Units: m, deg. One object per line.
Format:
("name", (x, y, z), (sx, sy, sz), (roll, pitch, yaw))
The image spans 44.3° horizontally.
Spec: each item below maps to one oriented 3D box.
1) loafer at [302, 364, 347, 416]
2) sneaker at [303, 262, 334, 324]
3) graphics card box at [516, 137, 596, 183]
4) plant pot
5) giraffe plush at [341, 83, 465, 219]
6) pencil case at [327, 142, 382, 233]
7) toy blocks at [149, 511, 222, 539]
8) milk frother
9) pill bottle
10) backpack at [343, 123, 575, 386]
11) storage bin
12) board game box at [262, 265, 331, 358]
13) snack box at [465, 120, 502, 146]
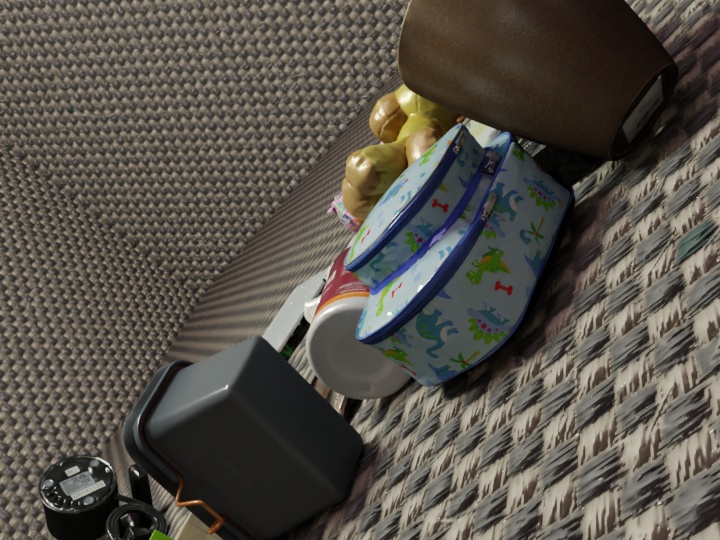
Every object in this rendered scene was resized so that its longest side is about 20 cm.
("loafer", (-0.014, 0.106, 1.017), (0.072, 0.062, 0.200), (93, -159, -44))
("sneaker", (0.000, 0.000, 1.151), (0.201, 0.081, 0.075), (-54, -32, -22))
("graphics card box", (0.210, -0.155, 0.925), (0.125, 0.051, 0.201), (-37, 17, 51))
("plant pot", (0.168, -0.189, 0.776), (0.187, 0.200, 0.188), (-39, -27, -24))
("giraffe plush", (0.069, -0.152, 1.010), (0.173, 0.198, 0.163), (100, 162, -66))
("pencil case", (0.030, -0.158, 1.569), (0.200, 0.087, 0.087), (-52, 11, -6))
("toy blocks", (-0.202, 0.348, 0.931), (0.137, 0.099, 0.201), (-57, 6, 40))
("milk frother", (-0.397, 0.419, 1.380), (0.200, 0.179, 0.189), (-122, 30, -49))
("pill bottle", (0.014, 0.036, 0.945), (0.114, 0.114, 0.200), (-46, 12, 26))
("backpack", (0.073, -0.011, 0.777), (0.183, 0.146, 0.201), (-42, 17, 49))
("storage bin", (-0.103, 0.166, 0.836), (0.134, 0.200, 0.146), (-32, 20, 34))
("board game box", (-0.123, 0.094, 1.538), (0.201, 0.026, 0.200), (-57, 13, -24))
("snack box", (0.155, -0.159, 1.188), (0.116, 0.037, 0.200), (-48, 12, 18))
